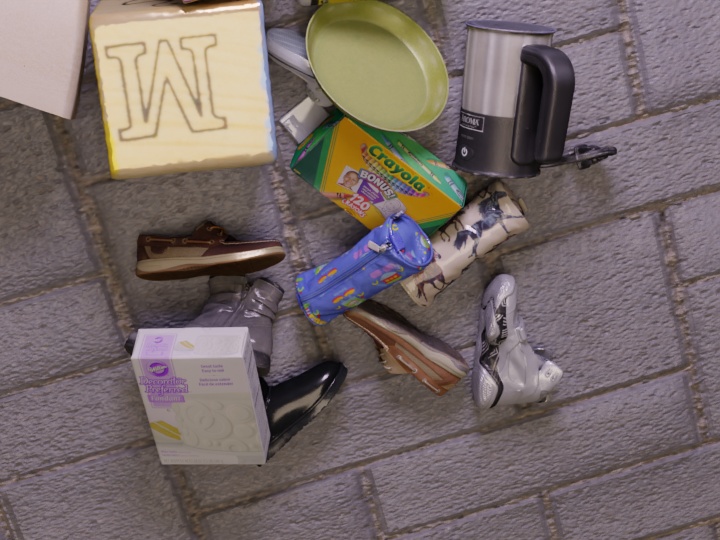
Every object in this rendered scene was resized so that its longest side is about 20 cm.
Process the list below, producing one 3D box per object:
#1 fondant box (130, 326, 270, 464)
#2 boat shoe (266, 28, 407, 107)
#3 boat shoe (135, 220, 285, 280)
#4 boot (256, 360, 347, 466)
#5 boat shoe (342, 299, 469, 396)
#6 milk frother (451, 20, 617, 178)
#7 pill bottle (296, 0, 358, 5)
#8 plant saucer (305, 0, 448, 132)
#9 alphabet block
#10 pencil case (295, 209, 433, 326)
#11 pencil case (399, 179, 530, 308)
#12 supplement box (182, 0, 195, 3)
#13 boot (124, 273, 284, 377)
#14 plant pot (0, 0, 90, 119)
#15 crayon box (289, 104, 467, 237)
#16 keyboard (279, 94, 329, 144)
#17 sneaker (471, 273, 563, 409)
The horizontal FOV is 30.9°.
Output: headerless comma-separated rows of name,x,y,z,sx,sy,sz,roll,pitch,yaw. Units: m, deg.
fondant box,-0.202,0.164,1.673,0.143,0.058,0.201,-1,129,7
boat shoe,-0.039,-0.237,1.657,0.199,0.074,0.067,25,122,-9
boat shoe,-0.198,-0.032,1.701,0.199,0.072,0.072,-7,76,10
boot,-0.137,0.155,1.774,0.198,0.073,0.162,-44,101,6
boat shoe,0.055,0.109,1.780,0.200,0.076,0.072,33,103,-14
milk frother,0.233,-0.220,1.682,0.200,0.180,0.189,-15,116,-48
pill bottle,0.014,-0.390,1.597,0.199,0.112,0.113,-7,108,-5
plant saucer,0.017,-0.252,1.626,0.199,0.201,0.031,27,144,-14
alphabet block,-0.212,-0.231,1.578,0.199,0.195,0.197,-7,106,-6
pencil case,0.000,0.000,1.691,0.200,0.087,0.078,-31,73,33
pencil case,0.137,-0.036,1.742,0.200,0.089,0.078,-39,79,5
supplement box,-0.163,-0.387,1.529,0.130,0.200,0.104,-16,109,-2
boot,-0.205,0.066,1.723,0.199,0.070,0.132,7,69,-2
plant pot,-0.412,-0.295,1.541,0.199,0.200,0.178,17,93,-12
crayon box,0.025,-0.122,1.674,0.200,0.058,0.119,36,129,-18
keyboard,-0.023,-0.141,1.726,0.056,0.011,0.200,-41,108,0
sneaker,0.221,0.100,1.798,0.114,0.075,0.201,3,112,-9
